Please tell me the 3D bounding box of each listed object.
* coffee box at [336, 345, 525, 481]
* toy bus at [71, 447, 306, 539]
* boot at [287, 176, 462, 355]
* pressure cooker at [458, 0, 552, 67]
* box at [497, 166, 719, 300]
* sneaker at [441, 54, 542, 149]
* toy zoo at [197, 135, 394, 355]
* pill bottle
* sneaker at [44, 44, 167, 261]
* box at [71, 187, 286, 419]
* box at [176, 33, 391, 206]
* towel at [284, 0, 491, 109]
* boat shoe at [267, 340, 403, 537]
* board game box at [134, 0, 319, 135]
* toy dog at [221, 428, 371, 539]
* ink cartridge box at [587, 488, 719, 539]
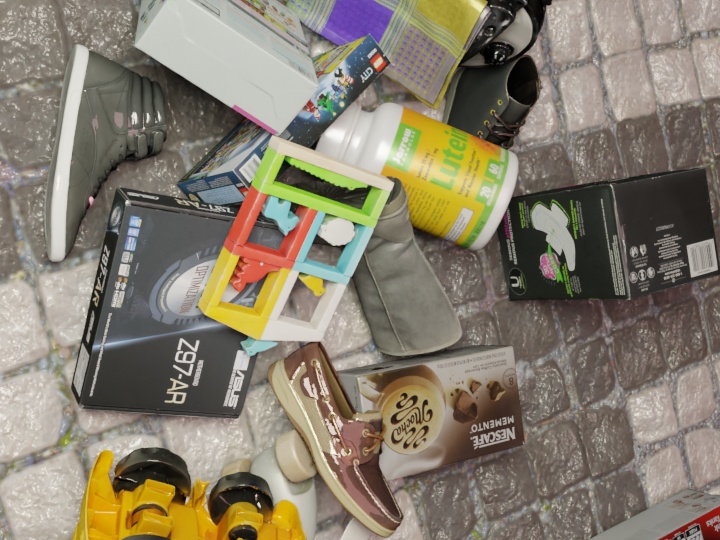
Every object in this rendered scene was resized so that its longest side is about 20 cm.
[{"bbox_3d":[0.071,0.150,1.095,0.200,0.080,0.113,-7,90,-30],"label":"coffee box"},{"bbox_3d":[-0.170,0.279,0.911,0.200,0.136,0.192,18,116,-19],"label":"toy bus"},{"bbox_3d":[-0.002,0.002,1.056,0.200,0.181,0.073,66,34,-41],"label":"boot"},{"bbox_3d":[0.115,-0.307,1.071,0.178,0.176,0.200,5,71,13],"label":"pressure cooker"},{"bbox_3d":[0.273,-0.038,1.151,0.148,0.200,0.125,-12,95,-30],"label":"box"},{"bbox_3d":[0.138,-0.141,1.131,0.075,0.106,0.201,10,83,-29],"label":"sneaker"},{"bbox_3d":[-0.064,-0.011,0.931,0.131,0.020,0.200,17,105,-36],"label":"toy zoo"},{"bbox_3d":[0.052,-0.106,1.057,0.200,0.111,0.111,21,77,-7],"label":"pill bottle"},{"bbox_3d":[-0.230,-0.101,0.936,0.099,0.071,0.201,12,78,-24],"label":"sneaker"},{"bbox_3d":[-0.166,0.035,0.944,0.160,0.044,0.200,9,105,-29],"label":"box"},{"bbox_3d":[-0.075,-0.142,0.990,0.200,0.136,0.038,-48,112,-22],"label":"box"},{"bbox_3d":[0.022,-0.261,1.018,0.200,0.144,0.023,35,49,0],"label":"towel"},{"bbox_3d":[-0.009,0.159,0.982,0.072,0.072,0.200,-34,81,12],"label":"boat shoe"},{"bbox_3d":[-0.123,-0.221,0.935,0.147,0.200,0.064,32,113,-25],"label":"board game box"},{"bbox_3d":[-0.057,0.249,1.012,0.096,0.132,0.201,-21,106,-68],"label":"toy dog"},{"bbox_3d":[0.386,0.391,1.265,0.200,0.084,0.176,-17,96,-30],"label":"ink cartridge box"}]
